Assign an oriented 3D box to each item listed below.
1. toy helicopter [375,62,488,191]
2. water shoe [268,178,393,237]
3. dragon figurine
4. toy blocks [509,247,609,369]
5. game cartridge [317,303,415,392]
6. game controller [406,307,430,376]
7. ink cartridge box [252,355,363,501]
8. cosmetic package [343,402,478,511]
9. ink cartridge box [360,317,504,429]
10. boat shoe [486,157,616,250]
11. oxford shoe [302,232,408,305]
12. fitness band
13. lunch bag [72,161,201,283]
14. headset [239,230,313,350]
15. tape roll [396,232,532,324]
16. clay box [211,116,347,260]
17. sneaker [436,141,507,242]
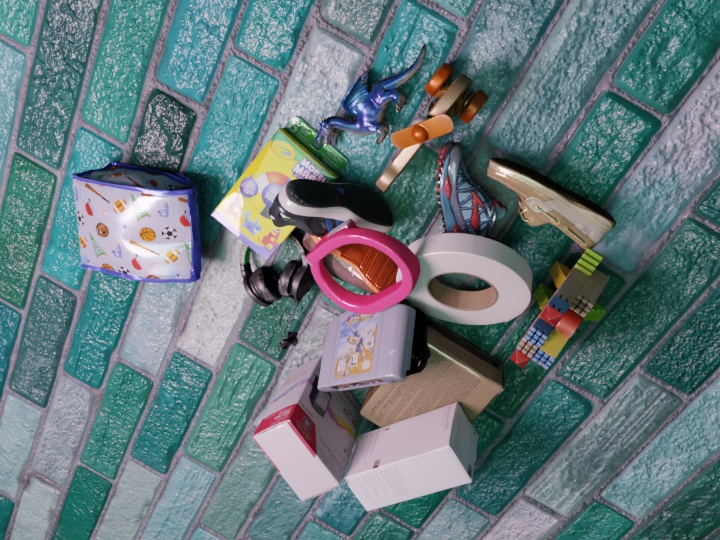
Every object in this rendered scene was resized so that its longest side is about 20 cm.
[{"bbox_3d":[0.084,-0.183,0.903,0.079,0.132,0.200,38,120,-3],"label":"toy helicopter"},{"bbox_3d":[-0.043,-0.088,0.985,0.200,0.072,0.079,11,146,-34],"label":"water shoe"},{"bbox_3d":[0.010,-0.246,0.934,0.099,0.059,0.200,31,120,-1],"label":"dragon figurine"},{"bbox_3d":[0.279,0.080,0.948,0.100,0.137,0.200,35,137,14],"label":"toy blocks"},{"bbox_3d":[0.006,0.120,1.050,0.041,0.134,0.200,20,154,-35],"label":"game cartridge"},{"bbox_3d":[0.036,0.127,1.061,0.200,0.042,0.105,-24,66,46],"label":"game controller"},{"bbox_3d":[-0.081,0.264,1.122,0.086,0.200,0.148,-30,104,25],"label":"ink cartridge box"},{"bbox_3d":[0.084,0.303,1.064,0.200,0.113,0.081,-27,107,24],"label":"cosmetic package"},{"bbox_3d":[0.119,0.201,1.109,0.165,0.075,0.200,32,118,-3],"label":"ink cartridge box"},{"bbox_3d":[0.261,-0.092,0.932,0.200,0.074,0.066,29,113,0],"label":"boat shoe"},{"bbox_3d":[-0.006,-0.008,1.059,0.200,0.071,0.073,41,142,-6],"label":"oxford shoe"},{"bbox_3d":[0.000,0.000,0.970,0.144,0.037,0.200,42,143,-13],"label":"fitness band"},{"bbox_3d":[-0.351,-0.076,1.078,0.199,0.124,0.170,12,117,18],"label":"lunch bag"},{"bbox_3d":[-0.137,0.026,1.084,0.123,0.094,0.201,-10,101,19],"label":"headset"},{"bbox_3d":[0.154,0.018,0.980,0.202,0.037,0.203,11,148,7],"label":"tape roll"},{"bbox_3d":[-0.124,-0.127,1.013,0.115,0.048,0.200,40,105,-6],"label":"clay box"},{"bbox_3d":[0.165,-0.100,0.961,0.095,0.079,0.200,-7,122,12],"label":"sneaker"}]
